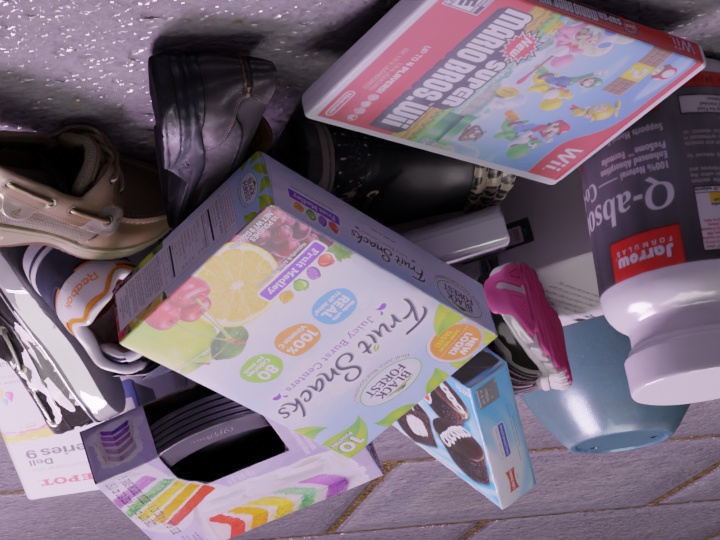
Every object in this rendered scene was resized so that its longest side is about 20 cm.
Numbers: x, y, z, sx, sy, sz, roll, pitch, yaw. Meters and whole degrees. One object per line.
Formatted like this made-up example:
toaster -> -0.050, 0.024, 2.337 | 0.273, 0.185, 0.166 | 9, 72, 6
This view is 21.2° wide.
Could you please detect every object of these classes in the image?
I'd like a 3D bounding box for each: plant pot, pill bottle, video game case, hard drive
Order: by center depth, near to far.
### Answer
video game case -> 0.085, -0.112, 1.129 | 0.199, 0.018, 0.143 | 12, 144, -36
pill bottle -> 0.203, -0.024, 1.221 | 0.115, 0.201, 0.116 | -7, 163, -2
hard drive -> 0.000, 0.000, 1.296 | 0.199, 0.026, 0.132 | -17, 177, 2
plant pot -> 0.221, 0.087, 1.709 | 0.199, 0.135, 0.200 | -6, 164, -2

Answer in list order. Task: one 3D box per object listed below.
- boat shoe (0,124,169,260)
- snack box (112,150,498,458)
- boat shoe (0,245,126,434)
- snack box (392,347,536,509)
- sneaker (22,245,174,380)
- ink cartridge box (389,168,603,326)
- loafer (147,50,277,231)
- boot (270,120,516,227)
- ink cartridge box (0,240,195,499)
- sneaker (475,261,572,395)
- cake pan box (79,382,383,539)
boat shoe -> -0.177, -0.054, 1.200 | 0.065, 0.072, 0.200 | -43, 154, 29
snack box -> -0.033, 0.027, 1.204 | 0.200, 0.053, 0.142 | 30, 121, -36
boat shoe -> -0.233, 0.034, 1.311 | 0.063, 0.071, 0.200 | -22, 120, 9
snack box -> 0.040, 0.074, 1.365 | 0.037, 0.200, 0.117 | -33, 129, -20
sneaker -> -0.143, 0.038, 1.303 | 0.079, 0.079, 0.200 | -50, 143, 8
ink cartridge box -> 0.133, -0.014, 1.426 | 0.199, 0.085, 0.146 | -19, 159, 33
loafer -> -0.088, -0.073, 1.174 | 0.072, 0.073, 0.200 | -9, 165, -8
boot -> 0.010, -0.049, 1.289 | 0.153, 0.074, 0.204 | -5, 165, -16
ink cartridge box -> -0.205, 0.075, 1.455 | 0.145, 0.088, 0.200 | -7, 139, 1
sneaker -> 0.095, 0.051, 1.357 | 0.087, 0.074, 0.200 | -15, 163, 10
cake pan box -> -0.091, 0.134, 1.424 | 0.184, 0.052, 0.200 | -24, 152, 0
